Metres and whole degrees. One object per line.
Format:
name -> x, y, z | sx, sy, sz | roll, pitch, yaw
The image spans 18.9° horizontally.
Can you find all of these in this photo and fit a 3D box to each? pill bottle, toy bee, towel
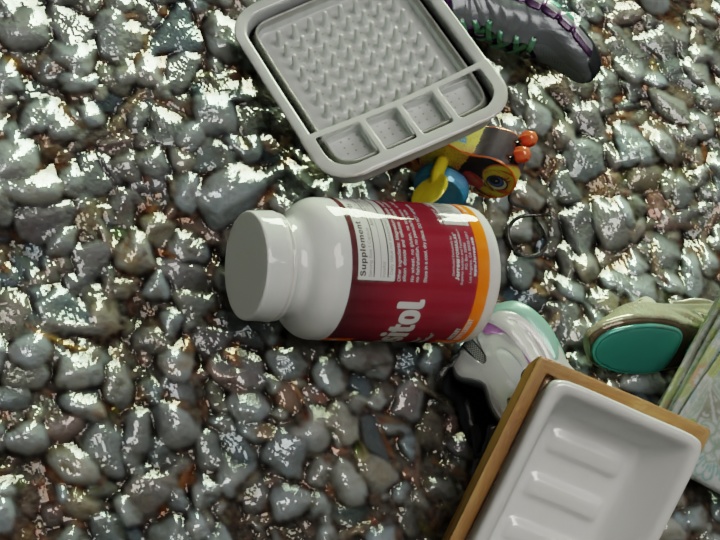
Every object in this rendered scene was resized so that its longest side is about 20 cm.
pill bottle -> 0.000, 0.000, 1.703 | 0.200, 0.113, 0.113 | 2, 68, -27
toy bee -> 0.096, -0.102, 1.802 | 0.200, 0.109, 0.131 | 13, 62, -23
towel -> 0.356, 0.120, 1.839 | 0.200, 0.048, 0.171 | 29, 96, -13

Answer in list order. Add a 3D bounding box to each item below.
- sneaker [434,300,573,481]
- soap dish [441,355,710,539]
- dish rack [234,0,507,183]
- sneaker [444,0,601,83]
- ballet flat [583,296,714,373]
sneaker -> 0.142, 0.135, 1.751 | 0.200, 0.078, 0.140 | 42, 57, 5
soap dish -> 0.158, 0.179, 1.684 | 0.157, 0.081, 0.200 | 23, 98, -17
dish rack -> 0.007, -0.160, 1.766 | 0.172, 0.044, 0.200 | -24, 59, -13
sneaker -> 0.113, -0.214, 1.891 | 0.200, 0.074, 0.088 | 39, 70, 2
ballet flat -> 0.265, 0.052, 1.866 | 0.200, 0.067, 0.062 | 4, 38, -31
